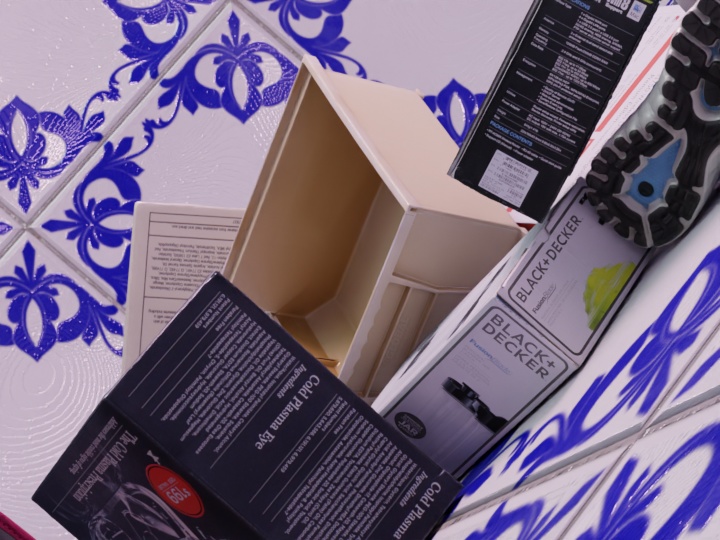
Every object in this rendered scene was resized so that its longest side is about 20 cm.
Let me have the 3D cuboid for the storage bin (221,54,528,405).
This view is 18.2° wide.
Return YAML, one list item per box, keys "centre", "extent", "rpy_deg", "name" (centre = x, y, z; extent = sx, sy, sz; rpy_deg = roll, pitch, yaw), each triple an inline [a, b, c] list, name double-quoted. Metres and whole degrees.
- centre: [0.000, 0.000, 1.462]
  extent: [0.200, 0.093, 0.200]
  rpy_deg: [-67, 31, 24]
  name: "storage bin"

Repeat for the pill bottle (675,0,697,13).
- centre: [0.267, -0.226, 1.313]
  extent: [0.113, 0.113, 0.200]
  rpy_deg: [-51, 2, -42]
  name: "pill bottle"

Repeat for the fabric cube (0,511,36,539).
- centre: [-0.198, 0.275, 1.095]
  extent: [0.200, 0.200, 0.196]
  rpy_deg: [-51, 1, 23]
  name: "fabric cube"

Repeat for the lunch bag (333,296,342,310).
- centre: [0.046, 0.029, 1.618]
  extent: [0.164, 0.118, 0.200]
  rpy_deg: [-46, 9, 4]
  name: "lunch bag"

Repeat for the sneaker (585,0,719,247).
- centre: [0.194, -0.103, 1.179]
  extent: [0.200, 0.078, 0.090]
  rpy_deg: [-49, -1, 40]
  name: "sneaker"

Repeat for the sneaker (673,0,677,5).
- centre: [0.296, -0.227, 1.630]
  extent: [0.200, 0.078, 0.086]
  rpy_deg: [-43, -13, -23]
  name: "sneaker"

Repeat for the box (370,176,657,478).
- centre: [0.074, 0.048, 1.270]
  extent: [0.117, 0.060, 0.200]
  rpy_deg: [-51, 1, -43]
  name: "box"

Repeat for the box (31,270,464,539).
- centre: [-0.070, 0.126, 1.268]
  extent: [0.104, 0.182, 0.200]
  rpy_deg: [-51, 1, -29]
  name: "box"

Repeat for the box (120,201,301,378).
- centre: [-0.107, 0.060, 1.632]
  extent: [0.109, 0.127, 0.202]
  rpy_deg: [110, 163, -79]
  name: "box"

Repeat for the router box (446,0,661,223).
- centre: [0.119, -0.123, 1.269]
  extent: [0.151, 0.062, 0.200]
  rpy_deg: [-64, -3, 17]
  name: "router box"

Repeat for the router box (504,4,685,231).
- centre: [0.147, -0.087, 1.478]
  extent: [0.200, 0.049, 0.179]
  rpy_deg: [-50, 24, -18]
  name: "router box"
